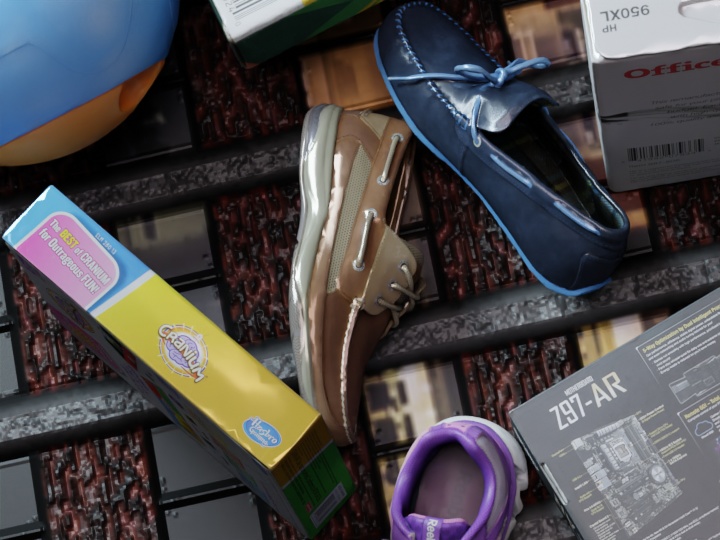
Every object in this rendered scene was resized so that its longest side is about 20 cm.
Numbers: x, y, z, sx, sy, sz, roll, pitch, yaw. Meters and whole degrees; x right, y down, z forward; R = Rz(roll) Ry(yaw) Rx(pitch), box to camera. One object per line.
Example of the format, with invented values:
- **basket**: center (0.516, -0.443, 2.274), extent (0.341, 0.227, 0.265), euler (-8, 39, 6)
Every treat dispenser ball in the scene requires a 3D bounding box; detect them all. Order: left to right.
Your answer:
- **treat dispenser ball**: center (-0.202, -0.159, 1.584), extent (0.200, 0.201, 0.202), euler (-2, 72, 7)

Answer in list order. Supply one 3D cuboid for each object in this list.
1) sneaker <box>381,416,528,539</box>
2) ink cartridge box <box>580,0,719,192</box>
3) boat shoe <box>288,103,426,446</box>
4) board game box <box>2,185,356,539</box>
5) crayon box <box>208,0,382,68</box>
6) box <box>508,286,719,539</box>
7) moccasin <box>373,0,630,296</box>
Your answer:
- **sneaker**: center (0.040, 0.168, 1.503), extent (0.080, 0.089, 0.201), euler (7, 74, 9)
- **ink cartridge box**: center (0.195, -0.123, 1.515), extent (0.144, 0.200, 0.085), euler (-9, 71, 5)
- **boat shoe**: center (0.000, 0.000, 1.571), extent (0.071, 0.076, 0.201), euler (1, 74, 6)
- **board game box**: center (-0.097, 0.052, 1.525), extent (0.200, 0.153, 0.040), euler (40, 80, 17)
- **crayon box**: center (-0.007, -0.217, 1.589), extent (0.199, 0.051, 0.127), euler (-26, 72, 0)
- **box**: center (0.205, 0.098, 1.525), extent (0.199, 0.044, 0.161), euler (-31, 71, -3)
- **moccasin**: center (0.089, -0.081, 1.579), extent (0.080, 0.068, 0.200), euler (-32, 76, -38)
